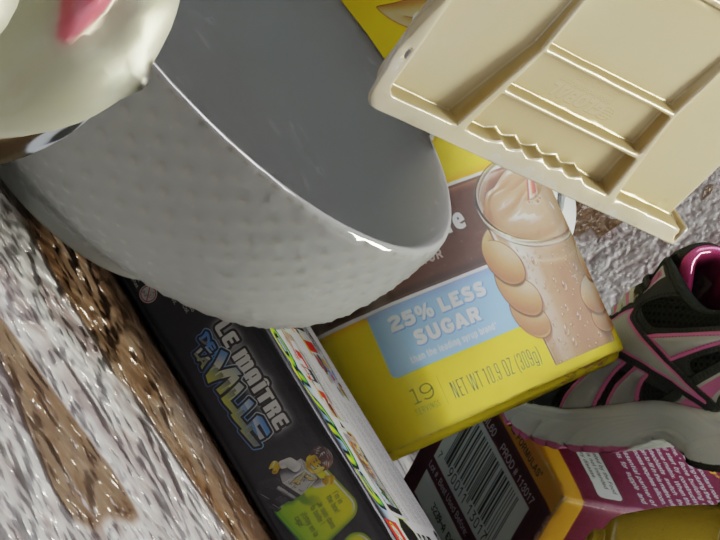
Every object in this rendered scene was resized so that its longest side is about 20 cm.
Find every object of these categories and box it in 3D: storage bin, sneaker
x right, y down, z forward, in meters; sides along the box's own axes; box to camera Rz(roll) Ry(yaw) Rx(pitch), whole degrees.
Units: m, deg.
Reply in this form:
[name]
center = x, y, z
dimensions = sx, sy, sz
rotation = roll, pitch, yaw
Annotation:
[storage bin]
center = 0.044, -0.134, 1.049
dimensions = 0.198, 0.094, 0.200
rotation = 21, 33, -48
[sneaker]
center = 0.133, 0.031, 1.202
dimensions = 0.200, 0.080, 0.087
rotation = 4, -85, 54

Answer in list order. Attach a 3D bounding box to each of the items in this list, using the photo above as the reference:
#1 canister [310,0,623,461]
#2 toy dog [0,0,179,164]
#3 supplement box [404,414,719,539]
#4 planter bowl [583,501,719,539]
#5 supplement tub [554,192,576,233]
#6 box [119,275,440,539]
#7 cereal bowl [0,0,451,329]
[canister]
center = 0.006, -0.032, 1.156
dimensions = 0.148, 0.086, 0.200
rotation = -21, 85, -40
[toy dog]
center = -0.122, -0.103, 0.686
dimensions = 0.194, 0.140, 0.200
rotation = 8, -33, 45
[supplement box]
center = 0.135, 0.114, 1.331
dimensions = 0.200, 0.086, 0.110
rotation = 12, 31, -29
[planter bowl]
center = 0.112, 0.157, 1.147
dimensions = 0.083, 0.201, 0.200
rotation = 21, 5, 2
[supplement tub]
center = 0.023, -0.076, 1.628
dimensions = 0.200, 0.144, 0.145
rotation = 52, 7, -41
[box]
center = -0.032, 0.040, 1.033
dimensions = 0.200, 0.035, 0.110
rotation = 58, 6, 15
[cereal bowl]
center = -0.065, -0.058, 0.934
dimensions = 0.200, 0.083, 0.200
rotation = 42, 20, -19
